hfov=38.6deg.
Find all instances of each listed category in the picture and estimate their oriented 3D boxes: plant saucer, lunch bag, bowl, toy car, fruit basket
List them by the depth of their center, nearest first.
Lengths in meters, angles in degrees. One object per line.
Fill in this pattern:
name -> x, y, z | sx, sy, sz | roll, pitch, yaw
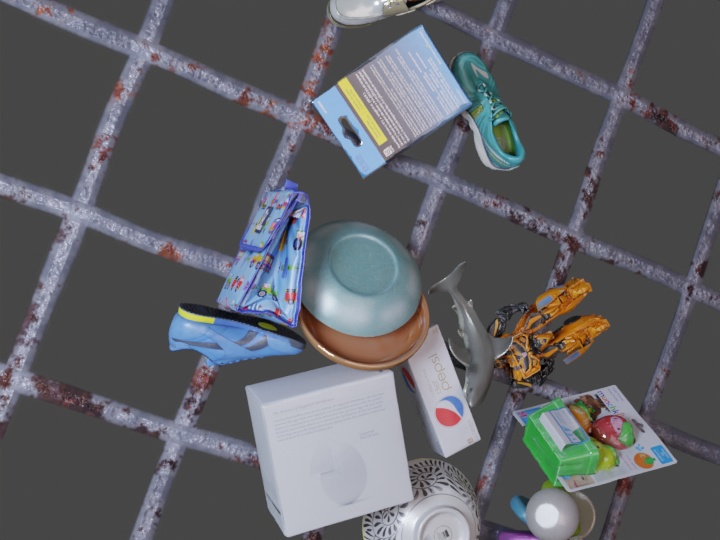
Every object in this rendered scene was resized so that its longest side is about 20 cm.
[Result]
lunch bag -> -0.121, -0.031, 1.464 | 0.094, 0.151, 0.200 | 18, 87, -18
plant saucer -> 0.000, 0.000, 1.513 | 0.201, 0.039, 0.201 | 8, 57, -13
plant saucer -> 0.002, 0.065, 1.524 | 0.200, 0.037, 0.200 | 7, 53, -10
bowl -> 0.111, 0.398, 1.589 | 0.200, 0.094, 0.201 | 0, 91, -19
toy car -> 0.293, 0.435, 1.629 | 0.150, 0.175, 0.200 | -13, 74, 24
fruit basket -> 0.370, 0.259, 1.634 | 0.200, 0.185, 0.094 | -15, 131, -14

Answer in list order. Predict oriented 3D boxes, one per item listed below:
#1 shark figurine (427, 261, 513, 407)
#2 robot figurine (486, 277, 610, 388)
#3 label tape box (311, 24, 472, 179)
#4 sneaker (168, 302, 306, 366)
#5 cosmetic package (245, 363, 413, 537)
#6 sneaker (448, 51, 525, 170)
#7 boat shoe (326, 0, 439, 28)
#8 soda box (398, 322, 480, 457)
shark figurine -> 0.187, 0.096, 1.592 | 0.128, 0.089, 0.215 | 0, 75, -61
robot figurine -> 0.297, 0.101, 1.658 | 0.200, 0.058, 0.145 | -32, 100, -15
label tape box -> 0.045, -0.254, 1.552 | 0.200, 0.063, 0.144 | -34, 103, 2
sneaker -> -0.181, 0.105, 1.501 | 0.200, 0.066, 0.079 | 13, 99, -18
cosmetic package -> -0.046, 0.251, 1.508 | 0.199, 0.123, 0.200 | -12, 102, -16
sneaker -> 0.204, -0.251, 1.603 | 0.077, 0.080, 0.200 | -30, 100, -15
boat shoe -> 0.047, -0.419, 1.549 | 0.200, 0.068, 0.075 | -21, 98, -16
soda box -> 0.115, 0.184, 1.598 | 0.068, 0.064, 0.200 | -24, 100, -16
